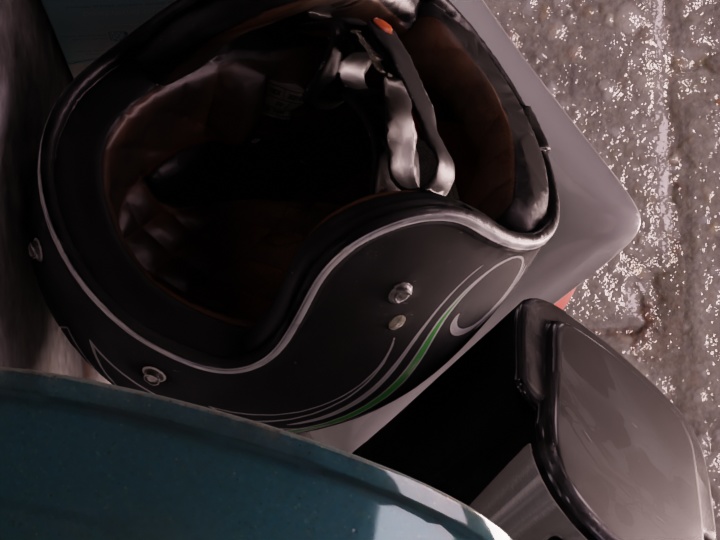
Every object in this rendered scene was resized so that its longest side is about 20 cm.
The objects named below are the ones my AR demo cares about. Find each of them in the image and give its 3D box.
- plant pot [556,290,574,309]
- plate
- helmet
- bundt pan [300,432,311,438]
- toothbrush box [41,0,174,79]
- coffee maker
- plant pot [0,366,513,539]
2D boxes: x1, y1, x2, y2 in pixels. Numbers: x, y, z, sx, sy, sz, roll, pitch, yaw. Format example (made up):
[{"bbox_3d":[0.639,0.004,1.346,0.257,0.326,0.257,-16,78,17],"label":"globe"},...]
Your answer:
[{"bbox_3d":[0.000,0.000,1.354,0.177,0.200,0.201,-43,136,-46],"label":"plant pot"},{"bbox_3d":[-0.001,-0.038,1.116,0.200,0.199,0.032,55,24,12],"label":"plate"},{"bbox_3d":[-0.035,-0.024,1.004,0.200,0.190,0.200,42,28,-29],"label":"helmet"},{"bbox_3d":[-0.023,0.165,1.206,0.202,0.076,0.203,27,53,-42],"label":"bundt pan"},{"bbox_3d":[-0.096,-0.179,1.051,0.200,0.085,0.147,80,10,-64],"label":"toothbrush box"},{"bbox_3d":[0.037,0.108,1.034,0.135,0.200,0.192,26,32,-42],"label":"coffee maker"},{"bbox_3d":[-0.071,0.150,0.708,0.200,0.199,0.189,71,32,-71],"label":"plant pot"}]
